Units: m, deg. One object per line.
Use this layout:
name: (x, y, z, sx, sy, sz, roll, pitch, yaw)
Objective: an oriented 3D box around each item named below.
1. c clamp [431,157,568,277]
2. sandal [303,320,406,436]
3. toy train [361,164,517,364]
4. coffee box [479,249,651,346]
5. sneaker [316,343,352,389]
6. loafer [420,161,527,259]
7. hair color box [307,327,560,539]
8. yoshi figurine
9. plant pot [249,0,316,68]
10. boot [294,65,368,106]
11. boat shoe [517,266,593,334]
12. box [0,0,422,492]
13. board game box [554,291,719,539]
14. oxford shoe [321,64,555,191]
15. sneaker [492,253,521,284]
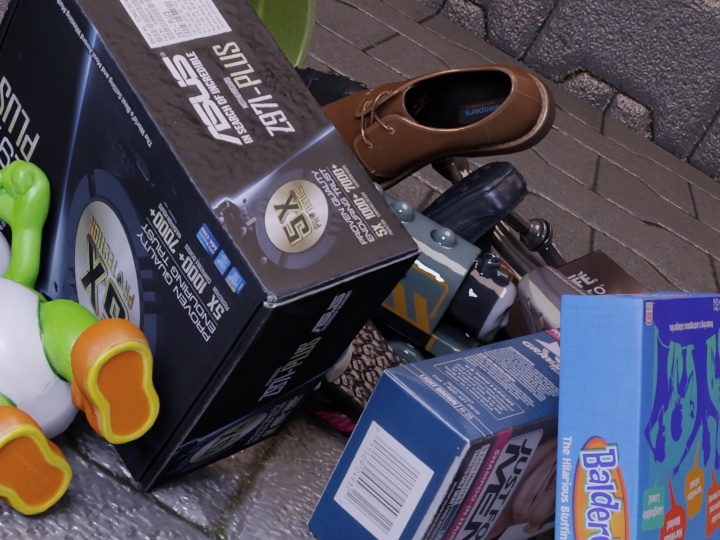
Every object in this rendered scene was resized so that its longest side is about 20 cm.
c clamp: (0.108, -0.038, 1.139, 0.200, 0.027, 0.171, 38, 16, -42)
sandal: (-0.007, 0.067, 0.913, 0.200, 0.045, 0.075, 46, 43, 4)
toy train: (0.000, 0.000, 0.970, 0.200, 0.114, 0.085, 32, 32, 6)
coffee box: (0.173, 0.086, 1.017, 0.113, 0.080, 0.200, -23, 47, -26)
sneaker: (-0.090, -0.005, 0.831, 0.199, 0.087, 0.075, 13, 45, -12)
loafer: (0.061, -0.009, 1.039, 0.070, 0.201, 0.068, 48, 57, 2)
hair color box: (0.071, 0.093, 0.815, 0.060, 0.100, 0.200, 39, 27, 27)
yoshi figurine: (-0.176, 0.005, 0.682, 0.112, 0.112, 0.200, 5, 27, -44)
plant pot: (-0.170, -0.215, 1.247, 0.190, 0.201, 0.200, 28, 12, 34)
boot: (-0.082, -0.105, 1.125, 0.198, 0.074, 0.163, 16, 30, 5)
boat shoe: (0.174, 0.064, 0.922, 0.200, 0.073, 0.075, 47, -16, 28)
box: (-0.089, -0.031, 0.711, 0.086, 0.164, 0.200, -20, 69, -39)
board game box: (0.144, 0.111, 0.781, 0.045, 0.201, 0.152, 2, 2, 29)
oxford shoe: (0.018, -0.094, 0.985, 0.071, 0.199, 0.072, 23, 54, -64)
sneaker: (0.102, 0.025, 1.197, 0.200, 0.075, 0.090, 28, 8, -35)
